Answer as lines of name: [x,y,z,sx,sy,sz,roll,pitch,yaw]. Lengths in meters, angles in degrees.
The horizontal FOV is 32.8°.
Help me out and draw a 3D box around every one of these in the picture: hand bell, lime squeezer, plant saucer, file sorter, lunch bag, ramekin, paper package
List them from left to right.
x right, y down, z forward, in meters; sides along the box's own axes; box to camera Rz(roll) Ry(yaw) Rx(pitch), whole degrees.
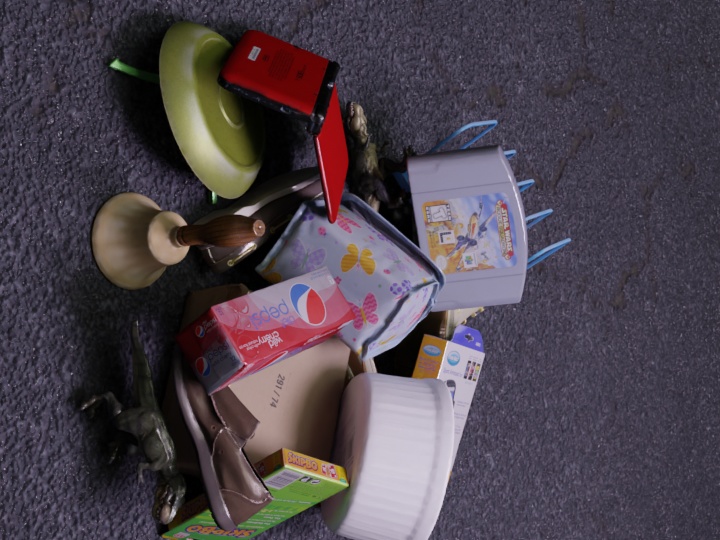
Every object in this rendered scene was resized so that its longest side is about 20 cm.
lime squeezer: [-0.191,-0.169,1.345,0.200,0.038,0.071,56,50,-31]
hand bell: [-0.171,-0.034,1.239,0.104,0.200,0.104,3,86,-48]
plant saucer: [-0.153,-0.179,1.339,0.200,0.031,0.201,46,36,-50]
paper package: [-0.116,0.140,1.363,0.190,0.103,0.201,27,67,-44]
lunch bag: [0.000,0.000,1.417,0.127,0.169,0.200,-53,168,13]
ramekin: [0.024,0.209,1.360,0.097,0.200,0.201,14,75,-13]
file sorter: [0.163,-0.082,1.594,0.200,0.123,0.139,59,27,6]

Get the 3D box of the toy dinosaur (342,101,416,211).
toy dinosaur: [0.023,-0.113,1.535,0.047,0.088,0.201,-1,87,-58]

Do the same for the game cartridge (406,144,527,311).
game cartridge: [0.135,-0.050,1.492,0.042,0.133,0.201,-58,140,-66]

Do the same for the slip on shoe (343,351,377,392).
slip on shoe: [-0.012,0.130,1.504,0.061,0.076,0.200,53,13,-87]

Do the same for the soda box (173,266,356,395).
soda box: [-0.092,0.056,1.236,0.200,0.063,0.070,-21,78,-56]

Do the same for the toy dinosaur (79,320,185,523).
toy dinosaur: [-0.228,0.153,1.228,0.047,0.088,0.201,-17,93,-61]

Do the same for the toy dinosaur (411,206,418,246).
toy dinosaur: [0.040,0.022,1.567,0.200,0.047,0.088,-64,164,-8]

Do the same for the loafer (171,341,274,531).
loafer: [-0.136,0.154,1.221,0.071,0.073,0.201,-17,89,-2]

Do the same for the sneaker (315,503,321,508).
sneaker: [-0.013,0.256,1.503,0.200,0.090,0.075,35,103,-19]

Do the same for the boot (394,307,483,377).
boot: [0.112,0.074,1.638,0.155,0.072,0.201,-24,125,-61]

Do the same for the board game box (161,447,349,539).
board game box: [-0.116,0.248,1.301,0.095,0.200,0.030,26,40,-41]

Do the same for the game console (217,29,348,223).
game console: [-0.080,-0.165,1.361,0.200,0.172,0.119,-82,-165,-65]

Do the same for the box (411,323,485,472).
box: [0.098,0.165,1.530,0.119,0.041,0.201,23,81,-60]

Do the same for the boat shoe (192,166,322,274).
boat shoe: [-0.107,-0.063,1.408,0.200,0.072,0.060,-34,112,-39]
